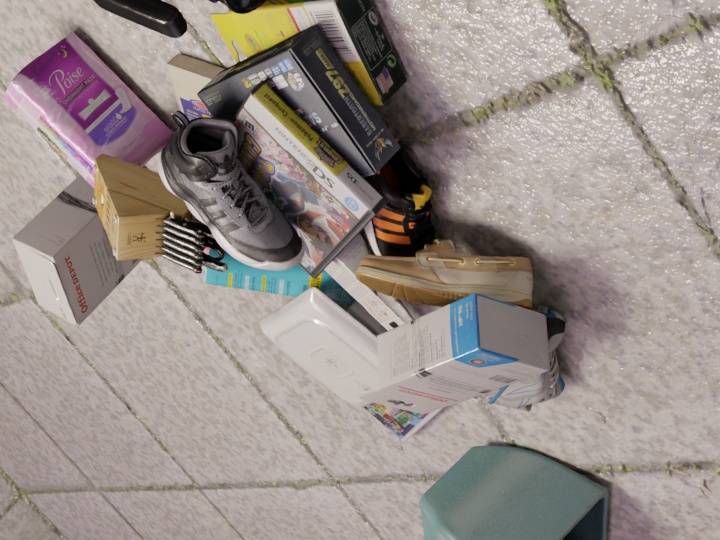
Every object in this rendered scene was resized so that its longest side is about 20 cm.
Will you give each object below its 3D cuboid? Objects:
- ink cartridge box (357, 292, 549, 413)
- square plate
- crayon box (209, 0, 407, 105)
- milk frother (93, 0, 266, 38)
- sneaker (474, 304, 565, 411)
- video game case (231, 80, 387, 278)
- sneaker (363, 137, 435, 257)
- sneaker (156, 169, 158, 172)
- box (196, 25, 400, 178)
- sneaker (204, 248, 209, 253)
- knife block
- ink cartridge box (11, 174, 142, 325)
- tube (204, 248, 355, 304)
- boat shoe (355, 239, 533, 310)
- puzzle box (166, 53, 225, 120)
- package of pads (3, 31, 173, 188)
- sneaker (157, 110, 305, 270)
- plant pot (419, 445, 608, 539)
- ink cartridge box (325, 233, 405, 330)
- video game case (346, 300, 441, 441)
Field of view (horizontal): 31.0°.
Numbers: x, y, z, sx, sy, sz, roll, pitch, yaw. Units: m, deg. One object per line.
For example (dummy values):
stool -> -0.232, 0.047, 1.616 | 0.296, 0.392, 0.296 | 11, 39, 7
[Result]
ink cartridge box -> 0.098, 0.097, 1.443 | 0.115, 0.068, 0.199 | 18, 149, -38
square plate -> -0.032, 0.114, 1.740 | 0.198, 0.029, 0.200 | 40, 152, -10
crayon box -> -0.058, -0.239, 1.380 | 0.199, 0.051, 0.127 | 6, 135, 43
milk frother -> -0.191, -0.352, 1.261 | 0.187, 0.181, 0.201 | 28, 150, 20
sneaker -> 0.207, 0.108, 1.512 | 0.086, 0.075, 0.200 | 23, 149, -4
video game case -> -0.077, -0.092, 1.410 | 0.181, 0.026, 0.200 | 44, 150, -1
sneaker -> 0.050, -0.065, 1.456 | 0.090, 0.070, 0.201 | 5, 131, 50
sneaker -> -0.214, -0.098, 1.650 | 0.075, 0.105, 0.200 | 33, 165, -28
box -> -0.070, -0.161, 1.391 | 0.199, 0.051, 0.158 | -10, 122, 54
sneaker -> -0.136, -0.060, 1.687 | 0.095, 0.079, 0.200 | 29, 154, -11
knife block -> -0.226, -0.072, 1.599 | 0.200, 0.174, 0.064 | -123, 35, -47
ink cartridge box -> -0.380, -0.046, 1.837 | 0.085, 0.200, 0.147 | 25, 145, 25
tube -> -0.102, 0.007, 1.692 | 0.198, 0.051, 0.078 | 9, 151, -1
boat shoe -> 0.095, 0.001, 1.443 | 0.198, 0.070, 0.074 | 10, 165, 5
puzzle box -> -0.141, -0.180, 1.572 | 0.199, 0.025, 0.134 | 23, 145, 29
package of pads -> -0.351, -0.201, 1.689 | 0.200, 0.121, 0.076 | 46, 153, -7
sneaker -> -0.137, -0.087, 1.385 | 0.200, 0.075, 0.114 | 41, 154, 10
plant pot -> 0.188, 0.347, 1.711 | 0.199, 0.195, 0.197 | 34, 150, 33
ink cartridge box -> 0.000, 0.000, 1.559 | 0.200, 0.050, 0.161 | 42, 172, -1
video game case -> 0.030, 0.141, 1.781 | 0.182, 0.023, 0.200 | 41, 149, 2
